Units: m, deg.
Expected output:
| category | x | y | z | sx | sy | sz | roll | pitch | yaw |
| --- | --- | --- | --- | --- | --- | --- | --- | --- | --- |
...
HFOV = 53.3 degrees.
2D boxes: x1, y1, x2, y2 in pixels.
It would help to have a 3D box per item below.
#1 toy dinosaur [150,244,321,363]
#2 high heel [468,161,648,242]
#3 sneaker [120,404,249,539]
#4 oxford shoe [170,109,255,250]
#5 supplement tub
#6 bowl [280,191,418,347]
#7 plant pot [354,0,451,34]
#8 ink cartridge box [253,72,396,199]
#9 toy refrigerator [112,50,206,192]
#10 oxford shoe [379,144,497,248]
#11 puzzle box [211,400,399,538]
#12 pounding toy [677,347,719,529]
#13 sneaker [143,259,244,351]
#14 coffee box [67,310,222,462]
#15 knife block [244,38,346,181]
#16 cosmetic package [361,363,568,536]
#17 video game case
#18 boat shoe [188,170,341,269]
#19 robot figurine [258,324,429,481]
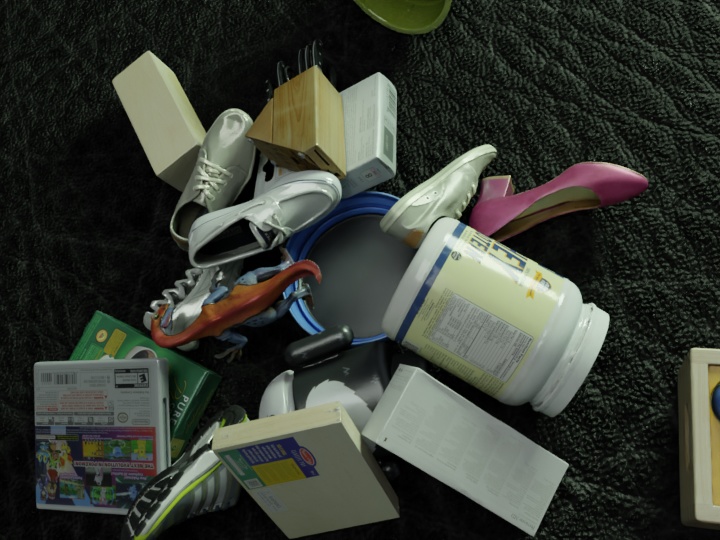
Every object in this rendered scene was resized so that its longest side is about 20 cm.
| category | x | y | z | sx | sy | sz | roll | pitch | yaw |
| --- | --- | --- | --- | --- | --- | --- | --- | --- | --- |
| toy dinosaur | -0.155 | 0.034 | 0.828 | 0.181 | 0.200 | 0.105 | -23 | 76 | -19 |
| high heel | 0.223 | -0.069 | 0.827 | 0.199 | 0.067 | 0.096 | 2 | 60 | 23 |
| sneaker | -0.182 | 0.250 | 0.805 | 0.200 | 0.081 | 0.074 | -45 | 21 | -16 |
| oxford shoe | -0.194 | -0.117 | 0.948 | 0.075 | 0.058 | 0.201 | 25 | 93 | 1 |
| supplement tub | 0.139 | 0.050 | 0.752 | 0.199 | 0.145 | 0.145 | 29 | 79 | 7 |
| bowl | 0.000 | 0.000 | 0.888 | 0.200 | 0.039 | 0.202 | -6 | 68 | 15 |
| plant pot | 0.088 | -0.464 | 0.980 | 0.200 | 0.200 | 0.190 | 28 | 66 | 24 |
| ink cartridge box | -0.046 | -0.158 | 0.951 | 0.199 | 0.057 | 0.163 | -24 | 47 | 31 |
| toy refrigerator | -0.282 | -0.216 | 1.044 | 0.076 | 0.070 | 0.200 | -36 | 63 | 8 |
| oxford shoe | 0.103 | -0.086 | 0.851 | 0.058 | 0.075 | 0.200 | 45 | 55 | 8 |
| puzzle box | -0.049 | 0.210 | 0.735 | 0.132 | 0.200 | 0.025 | -14 | 43 | 11 |
| pounding toy | 0.393 | 0.178 | 0.642 | 0.183 | 0.142 | 0.201 | 1 | 69 | 18 |
| sneaker | -0.186 | 0.016 | 0.929 | 0.081 | 0.075 | 0.200 | 38 | 82 | 7 |
| coffee box | -0.286 | 0.145 | 0.914 | 0.199 | 0.044 | 0.123 | 22 | 79 | 23 |
| knife block | -0.057 | -0.214 | 0.919 | 0.200 | 0.064 | 0.176 | 24 | 78 | 47 |
| cosmetic package | 0.106 | 0.179 | 0.718 | 0.200 | 0.051 | 0.083 | 34 | 77 | -15 |
| video game case | -0.316 | 0.200 | 0.873 | 0.199 | 0.023 | 0.183 | -5 | 85 | 23 |
| boat shoe | -0.112 | -0.052 | 0.853 | 0.199 | 0.074 | 0.065 | -25 | 36 | 11 |
| robot figurine | -0.013 | 0.152 | 0.784 | 0.199 | 0.125 | 0.151 | -18 | 61 | 9 |
